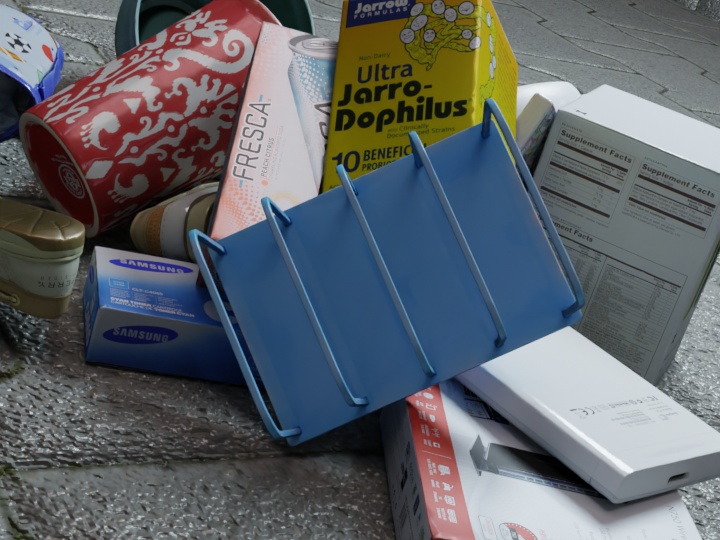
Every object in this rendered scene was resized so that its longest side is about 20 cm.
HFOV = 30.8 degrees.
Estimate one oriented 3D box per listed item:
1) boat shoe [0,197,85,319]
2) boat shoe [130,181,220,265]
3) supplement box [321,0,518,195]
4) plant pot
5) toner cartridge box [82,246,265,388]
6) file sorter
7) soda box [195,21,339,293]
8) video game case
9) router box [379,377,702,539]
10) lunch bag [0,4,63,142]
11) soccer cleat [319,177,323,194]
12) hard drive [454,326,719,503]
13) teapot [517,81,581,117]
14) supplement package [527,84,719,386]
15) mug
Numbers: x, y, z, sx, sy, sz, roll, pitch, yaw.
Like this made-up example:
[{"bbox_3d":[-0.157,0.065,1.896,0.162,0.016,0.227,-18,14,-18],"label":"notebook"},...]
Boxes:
[{"bbox_3d":[-0.263,-0.017,0.868,0.200,0.067,0.074,19,19,38],"label":"boat shoe"},{"bbox_3d":[-0.108,-0.039,1.021,0.068,0.075,0.200,4,3,19],"label":"boat shoe"},{"bbox_3d":[0.046,-0.089,0.933,0.108,0.201,0.110,-5,-27,19],"label":"supplement box"},{"bbox_3d":[-0.163,-0.225,1.305,0.200,0.201,0.134,2,0,-35],"label":"plant pot"},{"bbox_3d":[-0.088,0.038,0.903,0.199,0.043,0.095,10,22,-18],"label":"toner cartridge box"},{"bbox_3d":[0.015,0.002,0.771,0.199,0.139,0.123,-24,-8,2],"label":"file sorter"},{"bbox_3d":[-0.061,-0.077,0.922,0.068,0.064,0.201,14,57,-8],"label":"soda box"},{"bbox_3d":[0.121,-0.061,1.077,0.018,0.143,0.200,36,2,15],"label":"video game case"},{"bbox_3d":[0.109,0.142,0.802,0.179,0.049,0.200,14,22,-10],"label":"router box"},{"bbox_3d":[-0.351,-0.165,1.074,0.199,0.124,0.170,6,23,-9],"label":"lunch bag"},{"bbox_3d":[-0.057,-0.076,1.184,0.200,0.068,0.081,28,41,24],"label":"soccer cleat"},{"bbox_3d":[0.137,0.079,0.870,0.132,0.027,0.200,-3,31,-43],"label":"hard drive"},{"bbox_3d":[0.139,-0.091,1.262,0.199,0.147,0.197,-13,0,-13],"label":"teapot"},{"bbox_3d":[0.216,-0.026,1.078,0.150,0.201,0.152,25,23,17],"label":"supplement package"},{"bbox_3d":[-0.161,-0.111,1.047,0.200,0.178,0.134,-34,85,-27],"label":"mug"}]
